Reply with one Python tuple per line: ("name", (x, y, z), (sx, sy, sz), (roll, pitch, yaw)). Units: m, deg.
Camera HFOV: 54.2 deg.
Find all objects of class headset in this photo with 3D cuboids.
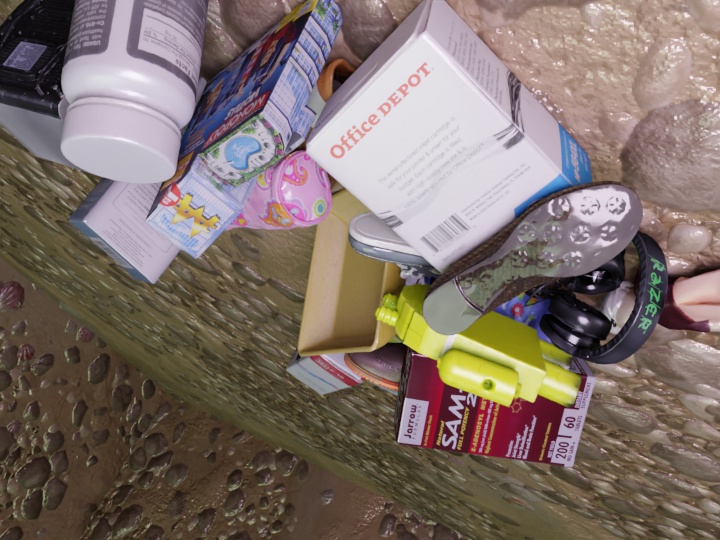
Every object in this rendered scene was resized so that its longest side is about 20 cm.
("headset", (0.227, 0.026, 0.685), (0.092, 0.127, 0.199), (18, 175, -19))

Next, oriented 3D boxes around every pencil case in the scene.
("pencil case", (-0.118, -0.091, 0.831), (0.197, 0.089, 0.087), (1, 145, 50))
("pencil case", (0.163, 0.039, 0.814), (0.198, 0.088, 0.078), (35, -179, -9))

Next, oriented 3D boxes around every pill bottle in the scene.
("pill bottle", (-0.192, -0.188, 0.603), (0.109, 0.206, 0.113), (4, 166, 1))

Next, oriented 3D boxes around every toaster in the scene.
("toaster", (-0.296, -0.212, 0.736), (0.195, 0.184, 0.119), (16, 156, 27))

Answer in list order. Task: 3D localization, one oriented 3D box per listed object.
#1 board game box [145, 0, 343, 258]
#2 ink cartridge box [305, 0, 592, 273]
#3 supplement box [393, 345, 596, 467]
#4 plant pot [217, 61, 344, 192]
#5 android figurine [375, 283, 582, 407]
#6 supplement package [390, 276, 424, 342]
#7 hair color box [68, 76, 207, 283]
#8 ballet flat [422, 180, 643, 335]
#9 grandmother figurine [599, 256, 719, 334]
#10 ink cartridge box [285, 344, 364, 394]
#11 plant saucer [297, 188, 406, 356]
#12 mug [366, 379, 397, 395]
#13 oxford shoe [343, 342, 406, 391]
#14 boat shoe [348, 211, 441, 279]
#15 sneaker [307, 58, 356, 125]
("board game box", (-0.104, -0.120, 0.626), (0.061, 0.204, 0.197), (36, 147, -29))
("ink cartridge box", (0.075, -0.098, 0.583), (0.199, 0.085, 0.145), (40, 129, -19))
("supplement box", (0.139, 0.137, 0.754), (0.193, 0.112, 0.061), (7, -161, -2))
("plant pot", (-0.088, -0.153, 0.805), (0.196, 0.028, 0.201), (25, 157, 11))
("android figurine", (0.109, 0.067, 0.669), (0.195, 0.042, 0.182), (21, -164, 3))
("supplement package", (0.098, 0.066, 0.915), (0.197, 0.111, 0.114), (31, 157, -2))
("hair color box", (-0.208, -0.099, 0.764), (0.060, 0.202, 0.099), (7, 147, 52))
("ballet flat", (0.132, -0.010, 0.565), (0.198, 0.046, 0.068), (-36, 95, 30))
("grandmother figurine", (0.305, 0.028, 0.657), (0.121, 0.061, 0.199), (44, 152, -14))
("ink cartridge box", (-0.031, 0.103, 1.100), (0.082, 0.148, 0.200), (32, 157, -10))
("plant saucer", (0.000, 0.000, 0.820), (0.047, 0.206, 0.198), (15, 166, -26))
("mug", (0.090, 0.138, 1.051), (0.150, 0.117, 0.184), (27, 173, -25))
("oxford shoe", (0.078, 0.095, 0.813), (0.193, 0.072, 0.075), (6, 117, 3))
("boat shoe", (0.068, -0.011, 0.699), (0.195, 0.063, 0.073), (5, -148, -33))
("sneaker", (0.034, -0.119, 0.663), (0.198, 0.074, 0.085), (36, 159, -9))
